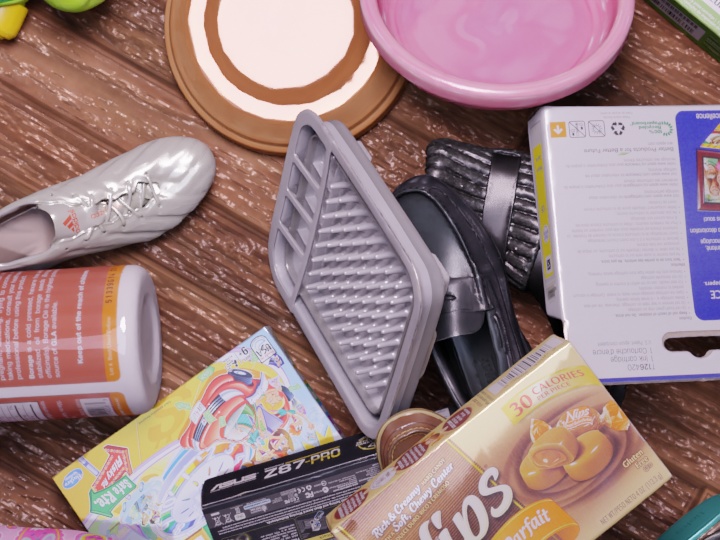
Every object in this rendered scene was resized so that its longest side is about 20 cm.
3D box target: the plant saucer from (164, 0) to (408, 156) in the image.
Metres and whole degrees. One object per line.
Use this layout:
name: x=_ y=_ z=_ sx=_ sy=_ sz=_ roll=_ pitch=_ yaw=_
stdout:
plant saucer: x=-0.054 y=-0.189 z=1.233 sx=0.199 sy=0.037 sz=0.201 roll=0 pitch=89 yaw=4

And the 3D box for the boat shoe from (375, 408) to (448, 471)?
boat shoe: x=0.073 y=0.186 z=1.125 sx=0.072 sy=0.068 sz=0.201 roll=-25 pitch=111 yaw=3

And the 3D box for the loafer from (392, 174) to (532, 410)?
loafer: x=0.072 y=0.030 z=1.140 sx=0.068 sy=0.070 sz=0.201 roll=-20 pitch=98 yaw=34

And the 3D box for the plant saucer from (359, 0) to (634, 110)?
plant saucer: x=0.098 y=-0.191 z=1.183 sx=0.199 sy=0.051 sz=0.201 roll=0 pitch=57 yaw=-1

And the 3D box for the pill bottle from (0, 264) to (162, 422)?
pill bottle: x=-0.254 y=0.056 z=1.200 sx=0.199 sy=0.112 sz=0.113 roll=-3 pitch=88 yaw=3

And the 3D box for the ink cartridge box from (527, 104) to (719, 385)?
ink cartridge box: x=0.226 y=-0.019 z=1.149 sx=0.197 sy=0.047 sz=0.201 roll=-1 pitch=80 yaw=-11

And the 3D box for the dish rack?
dish rack: x=0.000 y=0.000 z=1.148 sx=0.043 sy=0.172 sz=0.200 roll=-10 pitch=49 yaw=-26

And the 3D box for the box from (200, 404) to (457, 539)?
box: x=0.001 y=0.203 z=1.185 sx=0.199 sy=0.049 sz=0.162 roll=-18 pitch=109 yaw=2

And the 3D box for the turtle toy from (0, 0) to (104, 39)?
turtle toy: x=-0.271 y=-0.253 z=1.215 sx=0.199 sy=0.101 sz=0.146 roll=24 pitch=90 yaw=4

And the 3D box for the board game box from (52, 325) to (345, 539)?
board game box: x=-0.114 y=0.154 z=1.228 sx=0.200 sy=0.034 sz=0.135 roll=-36 pitch=87 yaw=2

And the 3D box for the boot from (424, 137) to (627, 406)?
boot: x=0.118 y=0.008 z=1.195 sx=0.157 sy=0.079 sz=0.212 roll=1 pitch=78 yaw=-4

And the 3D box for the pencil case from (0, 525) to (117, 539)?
pencil case: x=-0.245 y=0.233 z=1.192 sx=0.199 sy=0.087 sz=0.088 roll=1 pitch=88 yaw=17

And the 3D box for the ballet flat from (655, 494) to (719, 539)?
ballet flat: x=0.209 y=0.243 z=1.194 sx=0.199 sy=0.068 sz=0.069 roll=-30 pitch=100 yaw=2

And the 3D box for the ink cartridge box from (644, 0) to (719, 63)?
ink cartridge box: x=0.324 y=-0.244 z=1.193 sx=0.148 sy=0.076 sz=0.200 roll=40 pitch=92 yaw=3

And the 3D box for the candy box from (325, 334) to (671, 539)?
candy box: x=0.090 y=0.149 z=1.064 sx=0.200 sy=0.055 sz=0.116 roll=-38 pitch=95 yaw=-1

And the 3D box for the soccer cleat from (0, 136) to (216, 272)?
soccer cleat: x=-0.202 y=-0.044 z=1.217 sx=0.199 sy=0.078 sz=0.070 roll=-23 pitch=87 yaw=2
